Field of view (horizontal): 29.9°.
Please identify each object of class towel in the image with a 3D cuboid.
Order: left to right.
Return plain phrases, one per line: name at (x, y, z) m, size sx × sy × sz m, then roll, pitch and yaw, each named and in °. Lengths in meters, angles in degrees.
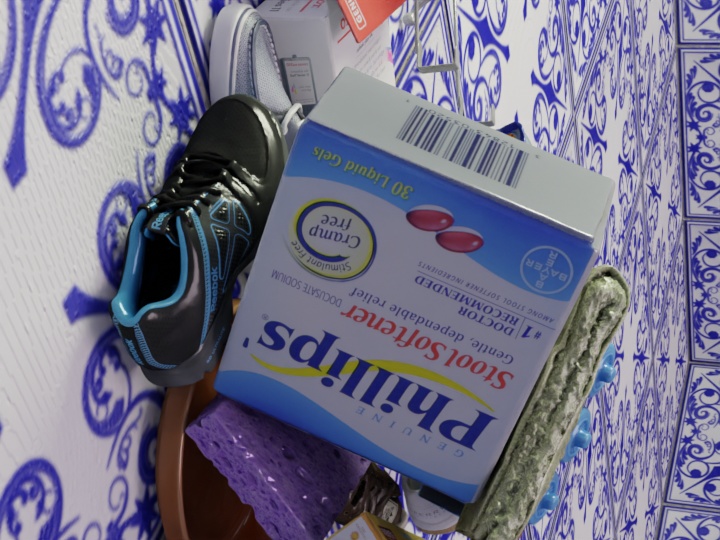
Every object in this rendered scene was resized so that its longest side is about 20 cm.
towel at (0.115, 0.099, 0.879) m, size 0.148 × 0.036 × 0.201 m, roll 103°, pitch 12°, yaw -78°

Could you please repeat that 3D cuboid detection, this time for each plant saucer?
plant saucer at (-0.091, 0.119, 0.940) m, size 0.200 × 0.032 × 0.201 m, roll 3°, pitch 90°, yaw -69°

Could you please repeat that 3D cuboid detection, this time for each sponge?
sponge at (-0.034, 0.094, 0.924) m, size 0.112 × 0.030 × 0.200 m, roll 52°, pitch 32°, yaw -8°

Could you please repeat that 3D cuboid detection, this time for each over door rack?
over door rack at (0.054, -0.234, 1.193) m, size 0.148 × 0.066 × 0.201 m, roll 35°, pitch 40°, yaw -67°

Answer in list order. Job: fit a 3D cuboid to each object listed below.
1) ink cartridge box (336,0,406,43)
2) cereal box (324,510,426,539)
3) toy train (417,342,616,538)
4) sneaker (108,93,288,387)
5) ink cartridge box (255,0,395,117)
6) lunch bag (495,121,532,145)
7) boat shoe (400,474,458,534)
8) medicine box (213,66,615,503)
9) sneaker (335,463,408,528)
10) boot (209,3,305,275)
ink cartridge box at (0.016, -0.287, 0.938) m, size 0.174 × 0.043 × 0.201 m, roll -49°, pitch 121°, yaw -41°
cereal box at (-0.045, 0.240, 0.890) m, size 0.040 × 0.200 × 0.144 m, roll 55°, pitch 6°, yaw 26°
toy train at (0.124, 0.107, 1.009) m, size 0.114 × 0.086 × 0.201 m, roll 28°, pitch 87°, yaw -62°
sneaker at (-0.097, -0.031, 0.834) m, size 0.082 × 0.073 × 0.201 m, roll 60°, pitch 39°, yaw -58°
ink cartridge box at (-0.026, -0.156, 1.014) m, size 0.117 × 0.067 × 0.201 m, roll -55°, pitch 144°, yaw -52°
lunch bag at (0.135, -0.003, 1.220) m, size 0.170 × 0.123 × 0.201 m, roll 55°, pitch 27°, yaw -46°
boat shoe at (0.066, 0.114, 1.107) m, size 0.069 × 0.071 × 0.201 m, roll 60°, pitch 26°, yaw -43°
medicine box at (0.031, 0.010, 0.823) m, size 0.103 × 0.182 × 0.201 m, roll -60°, pitch 172°, yaw -60°
sneaker at (-0.001, 0.162, 1.027) m, size 0.071 × 0.075 × 0.200 m, roll -61°, pitch 167°, yaw -8°
boot at (-0.045, -0.087, 0.941) m, size 0.073 × 0.090 × 0.201 m, roll -53°, pitch 142°, yaw -56°
